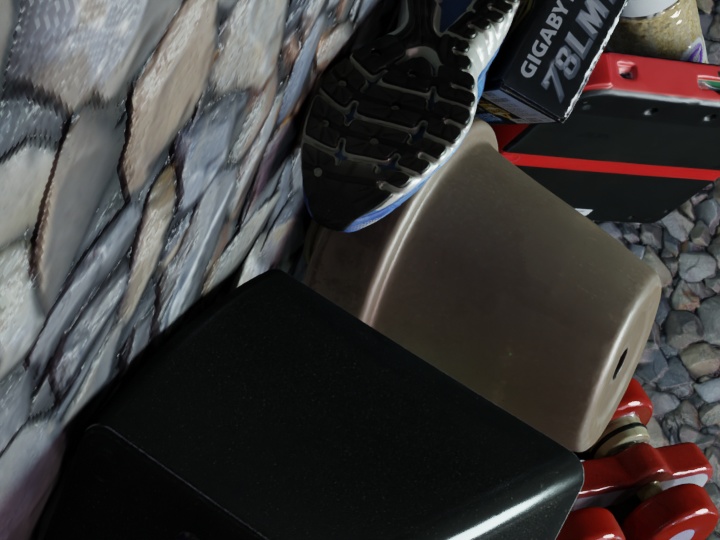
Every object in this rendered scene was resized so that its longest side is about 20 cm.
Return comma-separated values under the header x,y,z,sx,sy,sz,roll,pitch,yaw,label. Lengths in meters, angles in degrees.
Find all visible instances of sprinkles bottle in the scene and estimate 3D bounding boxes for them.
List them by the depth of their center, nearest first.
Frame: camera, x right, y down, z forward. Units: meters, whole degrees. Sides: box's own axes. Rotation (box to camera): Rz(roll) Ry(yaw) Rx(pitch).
x,y,z,sx,sy,sz,roll,pitch,yaw,label
0.198,-0.151,1.072,0.069,0.068,0.200,-60,150,-20,sprinkles bottle

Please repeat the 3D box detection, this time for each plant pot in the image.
x,y,z,sx,sy,sz,roll,pitch,yaw,label
-0.047,0.140,0.741,0.177,0.199,0.201,-12,130,-61,plant pot
0.078,0.019,0.944,0.201,0.173,0.201,-54,158,-33,plant pot

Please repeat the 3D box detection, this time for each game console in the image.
x,y,z,sx,sy,sz,roll,pitch,yaw,label
0.169,-0.083,1.059,0.177,0.198,0.031,-41,-128,53,game console

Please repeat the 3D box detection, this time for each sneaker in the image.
x,y,z,sx,sy,sz,roll,pitch,yaw,label
0.028,-0.082,0.840,0.200,0.078,0.090,-56,165,-41,sneaker

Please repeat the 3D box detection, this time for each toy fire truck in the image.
x,y,z,sx,sy,sz,roll,pitch,yaw,label
0.130,0.169,1.054,0.198,0.113,0.169,-6,142,-33,toy fire truck

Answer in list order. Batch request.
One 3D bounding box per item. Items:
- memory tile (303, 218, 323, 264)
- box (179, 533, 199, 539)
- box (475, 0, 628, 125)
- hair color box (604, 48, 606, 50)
x,y,z,sx,sy,sz,roll,pitch,yaw,label
0.000,0.000,1.005,0.153,0.017,0.201,-50,157,-41,memory tile
-0.040,0.148,0.876,0.036,0.144,0.201,-18,136,-52,box
0.118,-0.184,0.951,0.201,0.049,0.198,-62,-166,0,box
0.157,-0.180,1.165,0.201,0.101,0.061,-59,143,-29,hair color box
